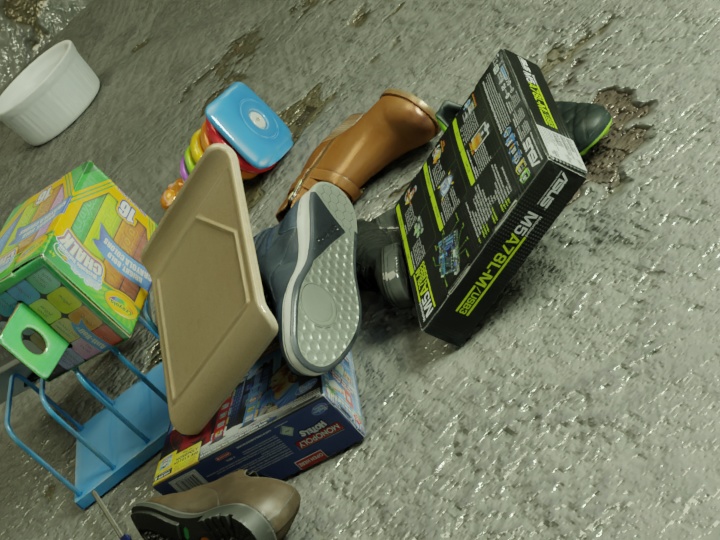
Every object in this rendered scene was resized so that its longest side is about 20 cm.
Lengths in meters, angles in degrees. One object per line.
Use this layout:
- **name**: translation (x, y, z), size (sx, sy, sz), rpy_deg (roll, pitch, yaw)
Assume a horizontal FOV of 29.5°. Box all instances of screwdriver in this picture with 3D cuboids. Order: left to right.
- **screwdriver**: translation (-0.223, 0.245, 1.284), size (0.029, 0.028, 0.200), rpy_deg (-16, 20, -16)

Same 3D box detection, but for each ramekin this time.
- **ramekin**: translation (-0.581, -0.326, 2.550), size (0.200, 0.098, 0.201), rpy_deg (-32, 27, 19)

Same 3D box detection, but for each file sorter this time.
- **file sorter**: translation (-0.252, 0.115, 1.409), size (0.200, 0.123, 0.139), rpy_deg (-38, 27, 9)

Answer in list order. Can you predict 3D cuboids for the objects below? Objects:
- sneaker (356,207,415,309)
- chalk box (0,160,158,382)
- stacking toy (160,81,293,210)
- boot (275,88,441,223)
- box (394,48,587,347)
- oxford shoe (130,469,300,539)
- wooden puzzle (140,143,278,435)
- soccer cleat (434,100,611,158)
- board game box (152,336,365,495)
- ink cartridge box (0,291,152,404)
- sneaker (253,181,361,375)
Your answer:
- **sneaker**: translation (-0.001, -0.003, 1.298), size (0.104, 0.060, 0.200), rpy_deg (-23, 23, 11)
- **chalk box**: translation (-0.291, 0.014, 1.337), size (0.124, 0.124, 0.200), rpy_deg (-27, 31, 28)
- **stacking toy**: translation (-0.190, -0.133, 1.738), size (0.200, 0.110, 0.116), rpy_deg (-39, 9, 32)
- **boot**: translation (-0.004, -0.109, 1.463), size (0.155, 0.074, 0.200), rpy_deg (-53, 16, -22)
- **box**: translation (0.105, -0.067, 1.186), size (0.193, 0.047, 0.200), rpy_deg (-58, 23, 27)
- **oxford shoe**: translation (-0.120, 0.211, 1.162), size (0.200, 0.073, 0.084), rpy_deg (-9, 25, 46)
- **wooden puzzle**: translation (-0.133, 0.018, 1.212), size (0.185, 0.037, 0.200), rpy_deg (-51, 45, 41)
- **soccer cleat**: translation (0.146, -0.135, 1.279), size (0.200, 0.081, 0.068), rpy_deg (-1, 48, 53)
- **board game box**: translation (-0.081, 0.106, 1.256), size (0.200, 0.062, 0.200), rpy_deg (-29, 28, 26)
- **ink cartridge box**: translation (-0.329, 0.087, 1.541), size (0.200, 0.044, 0.174), rpy_deg (-30, -17, -16)
- **sneaker**: translation (-0.072, 0.034, 1.205), size (0.146, 0.077, 0.202), rpy_deg (-34, 34, 33)
